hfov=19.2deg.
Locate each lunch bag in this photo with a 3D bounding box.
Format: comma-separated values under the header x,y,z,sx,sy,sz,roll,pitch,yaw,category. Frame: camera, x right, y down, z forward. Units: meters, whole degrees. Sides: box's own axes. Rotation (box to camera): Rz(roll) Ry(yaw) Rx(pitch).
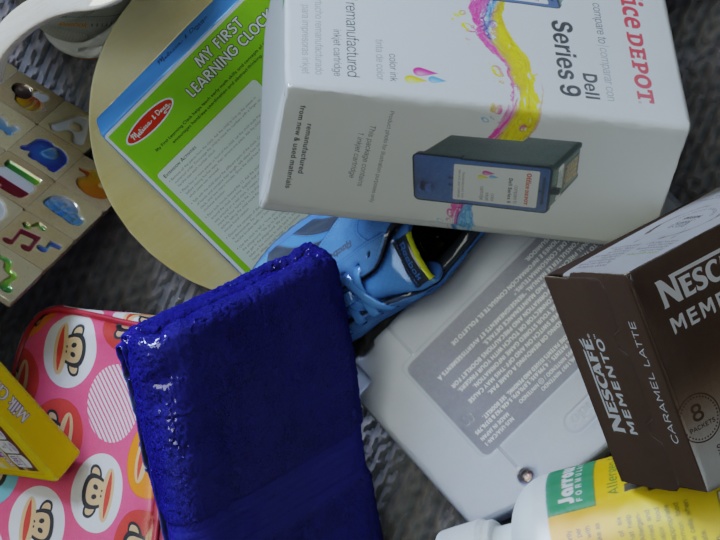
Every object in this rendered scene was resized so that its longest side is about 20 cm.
x,y,z,sx,sy,sz,roll,pitch,yaw,category
-0.143,0.121,1.162,0.176,0.082,0.201,9,85,40,lunch bag

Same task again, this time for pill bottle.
x,y,z,sx,sy,sz,roll,pitch,yaw,category
0.144,0.147,1.072,0.199,0.113,0.113,-17,79,14,pill bottle

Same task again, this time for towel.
x,y,z,sx,sy,sz,roll,pitch,yaw,category
-0.055,0.100,1.093,0.049,0.148,0.201,7,113,39,towel

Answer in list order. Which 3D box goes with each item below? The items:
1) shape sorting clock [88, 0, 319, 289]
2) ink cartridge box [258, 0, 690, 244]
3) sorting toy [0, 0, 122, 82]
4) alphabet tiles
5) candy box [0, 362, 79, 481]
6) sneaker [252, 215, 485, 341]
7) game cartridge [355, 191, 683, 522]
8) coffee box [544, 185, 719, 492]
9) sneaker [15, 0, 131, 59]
x,y,z,sx,sy,sz,roll,pitch,yaw,category
-0.051,-0.082,1.174,0.199,0.039,0.201,1,106,3,shape sorting clock
0.054,-0.097,1.069,0.199,0.088,0.146,7,44,-8,ink cartridge box
-0.184,-0.202,1.140,0.200,0.107,0.181,-27,73,35,sorting toy
-0.226,-0.058,1.171,0.166,0.200,0.006,32,129,6,alphabet tiles
-0.237,0.034,1.099,0.102,0.200,0.026,4,49,47,candy box
0.000,0.000,1.136,0.200,0.078,0.066,-41,110,17,sneaker
0.102,0.036,1.139,0.200,0.041,0.133,-45,70,7,game cartridge
0.203,0.011,1.023,0.200,0.080,0.115,-25,100,-22,coffee box
-0.121,-0.209,1.205,0.076,0.092,0.200,38,94,16,sneaker
